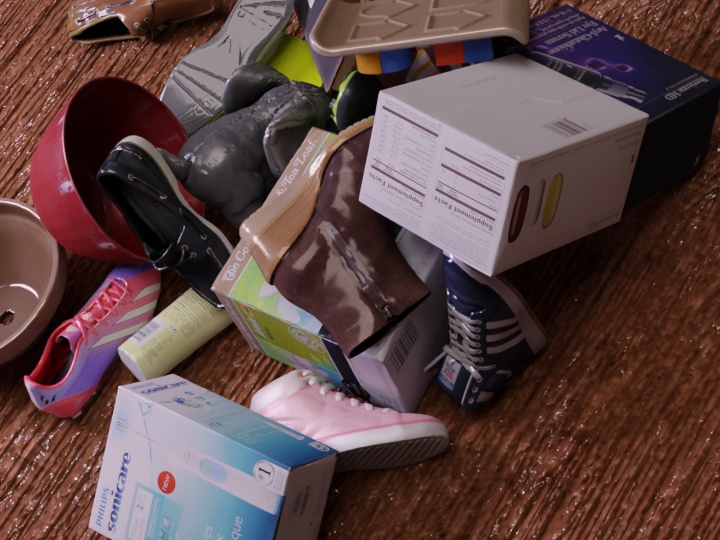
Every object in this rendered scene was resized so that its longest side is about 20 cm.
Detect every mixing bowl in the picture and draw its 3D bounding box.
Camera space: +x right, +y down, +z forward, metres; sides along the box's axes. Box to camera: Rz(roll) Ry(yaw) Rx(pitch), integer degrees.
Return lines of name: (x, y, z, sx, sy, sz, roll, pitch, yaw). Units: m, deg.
mixing bowl: (-0.264, -0.086, 1.636, 0.108, 0.200, 0.201, -22, 53, 33)

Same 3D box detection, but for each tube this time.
tube: (-0.154, 0.039, 1.625, 0.200, 0.052, 0.058, -40, 101, -18)

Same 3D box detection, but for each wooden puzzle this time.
wooden puzzle: (0.061, -0.228, 1.517, 0.199, 0.046, 0.185, -2, 23, 7)

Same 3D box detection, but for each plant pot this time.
plant pot: (-0.391, 0.031, 1.677, 0.200, 0.093, 0.201, -8, 58, 13)

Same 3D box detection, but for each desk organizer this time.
desk organizer: (-0.008, -0.258, 1.685, 0.077, 0.072, 0.200, 12, 31, -23)

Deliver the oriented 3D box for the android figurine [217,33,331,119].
android figurine: (-0.113, -0.185, 1.745, 0.200, 0.041, 0.182, -33, 56, -2)

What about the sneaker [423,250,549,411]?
sneaker: (0.098, 0.056, 1.442, 0.109, 0.200, 0.070, -45, 55, -2)

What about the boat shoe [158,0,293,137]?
boat shoe: (-0.141, -0.223, 1.724, 0.074, 0.065, 0.202, 34, 82, 12)

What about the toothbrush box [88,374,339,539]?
toothbrush box: (-0.137, 0.200, 1.459, 0.200, 0.085, 0.147, 23, 106, 28)

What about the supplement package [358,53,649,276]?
supplement package: (0.127, -0.098, 1.405, 0.156, 0.111, 0.200, 31, 35, 32)

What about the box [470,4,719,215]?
box: (0.222, -0.158, 1.548, 0.200, 0.105, 0.148, 32, 43, 30)

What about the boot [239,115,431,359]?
boot: (0.008, -0.034, 1.453, 0.200, 0.072, 0.166, -41, 72, -13)

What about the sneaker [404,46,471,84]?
sneaker: (0.077, -0.185, 1.672, 0.090, 0.075, 0.200, -22, 50, 17)

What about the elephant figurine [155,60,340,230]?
elephant figurine: (-0.087, -0.144, 1.624, 0.141, 0.155, 0.200, 39, 96, 2)

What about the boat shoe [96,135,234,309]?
boat shoe: (-0.187, -0.034, 1.555, 0.074, 0.200, 0.066, -20, 18, 37)

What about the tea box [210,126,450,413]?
tea box: (0.000, 0.000, 1.540, 0.196, 0.134, 0.200, 21, 69, 26)

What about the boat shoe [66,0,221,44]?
boat shoe: (-0.248, -0.296, 1.844, 0.200, 0.072, 0.068, -3, 63, 27)

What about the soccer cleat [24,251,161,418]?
soccer cleat: (-0.271, 0.058, 1.630, 0.067, 0.077, 0.200, 22, 69, 28)

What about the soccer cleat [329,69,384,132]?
soccer cleat: (0.027, -0.141, 1.580, 0.081, 0.200, 0.068, 24, 81, 20)

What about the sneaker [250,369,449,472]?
sneaker: (-0.017, 0.135, 1.502, 0.200, 0.075, 0.105, -11, 63, 16)
